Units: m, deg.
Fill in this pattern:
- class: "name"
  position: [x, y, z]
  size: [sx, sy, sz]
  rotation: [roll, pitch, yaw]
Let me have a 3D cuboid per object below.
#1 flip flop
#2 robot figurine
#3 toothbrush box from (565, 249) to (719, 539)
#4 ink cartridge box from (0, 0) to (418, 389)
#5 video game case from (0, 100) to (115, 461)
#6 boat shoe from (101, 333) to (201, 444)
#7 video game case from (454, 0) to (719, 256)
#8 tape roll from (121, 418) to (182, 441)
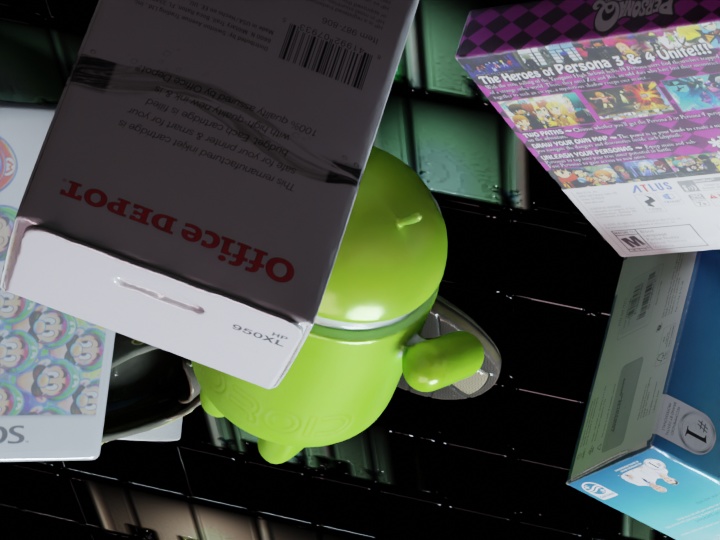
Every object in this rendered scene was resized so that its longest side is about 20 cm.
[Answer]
- class: "flip flop"
  position: [0.000, 0.000, 1.448]
  size: [0.200, 0.058, 0.081]
  rotation: [35, 142, 1]
- class: "robot figurine"
  position: [-0.023, 0.013, 1.342]
  size: [0.175, 0.116, 0.200]
  rotation: [38, 139, 16]
- class: "toothbrush box"
  position: [0.228, 0.083, 1.367]
  size: [0.200, 0.146, 0.085]
  rotation: [26, 151, -19]
- class: "ink cartridge box"
  position: [-0.071, -0.064, 1.213]
  size: [0.145, 0.200, 0.084]
  rotation: [20, 151, -5]
- class: "video game case"
  position: [-0.212, 0.007, 1.373]
  size: [0.182, 0.200, 0.024]
  rotation: [2, -169, -35]
- class: "boat shoe"
  position: [-0.113, 0.058, 1.497]
  size: [0.202, 0.060, 0.072]
  rotation: [-16, 128, -23]
- class: "video game case"
  position: [0.175, -0.074, 1.231]
  size: [0.200, 0.036, 0.181]
  rotation: [-6, 144, 36]
- class: "tape roll"
  position: [-0.211, 0.080, 1.607]
  size: [0.203, 0.037, 0.203]
  rotation: [6, 179, 0]
